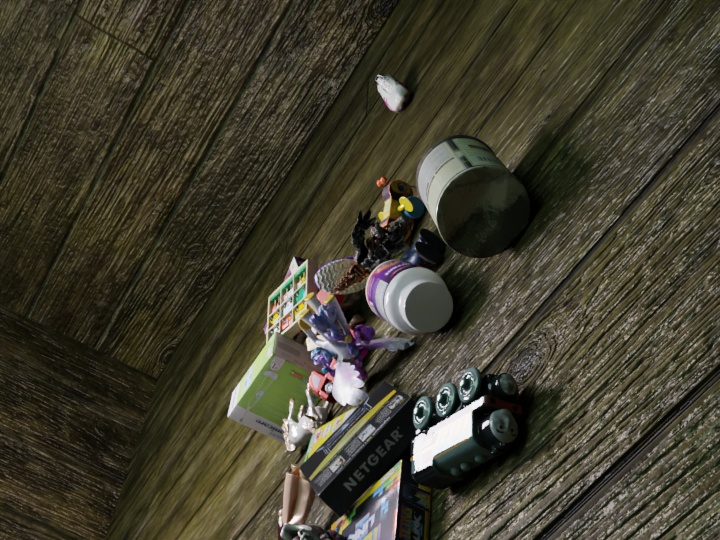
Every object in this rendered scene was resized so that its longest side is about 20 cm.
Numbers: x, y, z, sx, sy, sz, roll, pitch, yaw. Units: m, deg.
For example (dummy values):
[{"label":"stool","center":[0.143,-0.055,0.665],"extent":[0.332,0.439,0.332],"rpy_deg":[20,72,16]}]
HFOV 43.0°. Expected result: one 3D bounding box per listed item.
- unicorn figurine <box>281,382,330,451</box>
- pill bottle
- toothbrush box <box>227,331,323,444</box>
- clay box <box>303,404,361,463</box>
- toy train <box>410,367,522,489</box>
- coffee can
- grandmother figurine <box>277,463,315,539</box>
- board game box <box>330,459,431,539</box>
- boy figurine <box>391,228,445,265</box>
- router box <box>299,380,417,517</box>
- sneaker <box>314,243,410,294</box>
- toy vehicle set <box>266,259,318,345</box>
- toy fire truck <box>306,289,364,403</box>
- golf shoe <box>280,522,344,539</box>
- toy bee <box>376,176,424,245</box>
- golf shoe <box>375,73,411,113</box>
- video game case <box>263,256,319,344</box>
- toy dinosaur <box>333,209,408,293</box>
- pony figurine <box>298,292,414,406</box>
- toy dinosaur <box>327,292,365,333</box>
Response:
[{"label":"unicorn figurine","center":[-0.101,0.292,1.808],"extent":[0.138,0.073,0.200],"rpy_deg":[-92,18,-45]},{"label":"pill bottle","center":[0.084,0.046,1.531],"extent":[0.112,0.111,0.200],"rpy_deg":[-62,16,-1]},{"label":"toothbrush box","center":[-0.169,0.250,1.934],"extent":[0.200,0.145,0.086],"rpy_deg":[-55,17,25]},{"label":"clay box","center":[-0.042,0.318,1.590],"extent":[0.200,0.047,0.115],"rpy_deg":[-41,28,54]},{"label":"toy train","center":[0.133,0.204,1.172],"extent":[0.200,0.085,0.114],"rpy_deg":[-42,37,48]},{"label":"coffee can","center":[0.174,-0.122,1.461],"extent":[0.147,0.146,0.200],"rpy_deg":[-57,16,16]},{"label":"grandmother figurine","center":[-0.116,0.433,1.543],"extent":[0.121,0.060,0.201],"rpy_deg":[179,104,-73]},{"label":"board game box","center":[0.019,0.385,1.262],"extent":[0.200,0.057,0.166],"rpy_deg":[-51,17,35]},{"label":"boy figurine","center":[0.075,0.012,1.706],"extent":[0.200,0.064,0.125],"rpy_deg":[-51,12,40]},{"label":"router box","center":[0.004,0.268,1.404],"extent":[0.200,0.052,0.157],"rpy_deg":[-45,12,-7]},{"label":"sneaker","center":[0.000,0.000,1.818],"extent":[0.099,0.199,0.070],"rpy_deg":[169,84,-75]},{"label":"toy vehicle set","center":[-0.145,0.075,1.936],"extent":[0.200,0.026,0.125],"rpy_deg":[-41,42,50]},{"label":"toy fire truck","center":[-0.059,0.143,1.796],"extent":[0.141,0.049,0.201],"rpy_deg":[27,90,35]},{"label":"golf shoe","center":[-0.052,0.393,1.217],"extent":[0.077,0.088,0.200],"rpy_deg":[-63,17,-8]},{"label":"toy bee","center":[0.073,-0.138,1.894],"extent":[0.131,0.108,0.201],"rpy_deg":[-49,20,45]},{"label":"golf shoe","center":[0.082,-0.488,2.503],"extent":[0.073,0.092,0.200],"rpy_deg":[-56,18,15]},{"label":"video game case","center":[-0.150,0.098,2.011],"extent":[0.201,0.036,0.181],"rpy_deg":[-65,25,22]},{"label":"toy dinosaur","center":[0.027,-0.030,1.703],"extent":[0.136,0.102,0.201],"rpy_deg":[100,-170,-63]},{"label":"pony figurine","center":[-0.022,0.136,1.613],"extent":[0.166,0.200,0.193],"rpy_deg":[-40,15,-18]},{"label":"toy dinosaur","center":[-0.061,0.118,1.939],"extent":[0.136,0.086,0.200],"rpy_deg":[-58,22,20]}]
